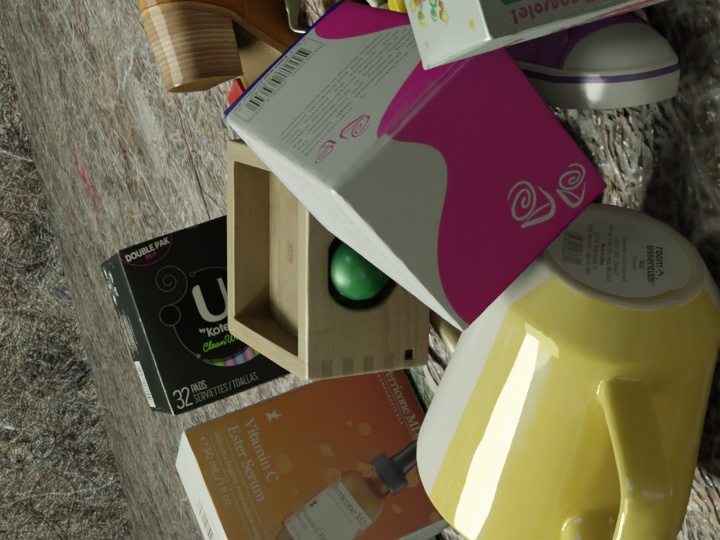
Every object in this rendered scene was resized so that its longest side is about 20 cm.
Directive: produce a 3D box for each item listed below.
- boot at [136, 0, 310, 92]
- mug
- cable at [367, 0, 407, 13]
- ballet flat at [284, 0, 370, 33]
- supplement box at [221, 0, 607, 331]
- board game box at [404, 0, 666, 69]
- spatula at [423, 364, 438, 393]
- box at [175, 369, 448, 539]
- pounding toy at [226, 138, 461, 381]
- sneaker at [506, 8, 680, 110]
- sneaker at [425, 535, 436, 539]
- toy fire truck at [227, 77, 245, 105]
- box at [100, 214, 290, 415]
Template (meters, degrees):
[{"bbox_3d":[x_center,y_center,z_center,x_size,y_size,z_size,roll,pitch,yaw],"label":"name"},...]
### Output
[{"bbox_3d":[-0.088,-0.209,0.832,0.077,0.200,0.156,-11,92,40],"label":"boot"},{"bbox_3d":[0.124,0.061,0.587,0.187,0.149,0.153,46,140,39],"label":"mug"},{"bbox_3d":[0.064,-0.094,0.706,0.200,0.050,0.097,61,170,20],"label":"cable"},{"bbox_3d":[-0.012,-0.165,0.793,0.072,0.068,0.200,-14,96,25],"label":"ballet flat"},{"bbox_3d":[0.018,-0.064,0.601,0.103,0.101,0.200,47,177,-25],"label":"supplement box"},{"bbox_3d":[0.070,-0.198,0.462,0.064,0.147,0.200,-4,104,67],"label":"board game box"},{"bbox_3d":[0.061,0.089,0.919,0.200,0.021,0.057,51,151,40],"label":"spatula"},{"bbox_3d":[-0.037,0.183,0.995,0.153,0.200,0.106,64,160,17],"label":"box"},{"bbox_3d":[0.000,0.000,0.875,0.200,0.142,0.185,22,114,60],"label":"pounding toy"},{"bbox_3d":[0.084,-0.156,0.576,0.200,0.073,0.115,45,145,49],"label":"sneaker"},{"bbox_3d":[0.048,0.299,1.071,0.200,0.075,0.114,-123,23,-46],"label":"sneaker"},{"bbox_3d":[-0.087,-0.224,0.975,0.141,0.049,0.200,67,158,9],"label":"toy fire truck"},{"bbox_3d":[-0.105,0.026,1.028,0.149,0.200,0.124,71,161,-2],"label":"box"}]
